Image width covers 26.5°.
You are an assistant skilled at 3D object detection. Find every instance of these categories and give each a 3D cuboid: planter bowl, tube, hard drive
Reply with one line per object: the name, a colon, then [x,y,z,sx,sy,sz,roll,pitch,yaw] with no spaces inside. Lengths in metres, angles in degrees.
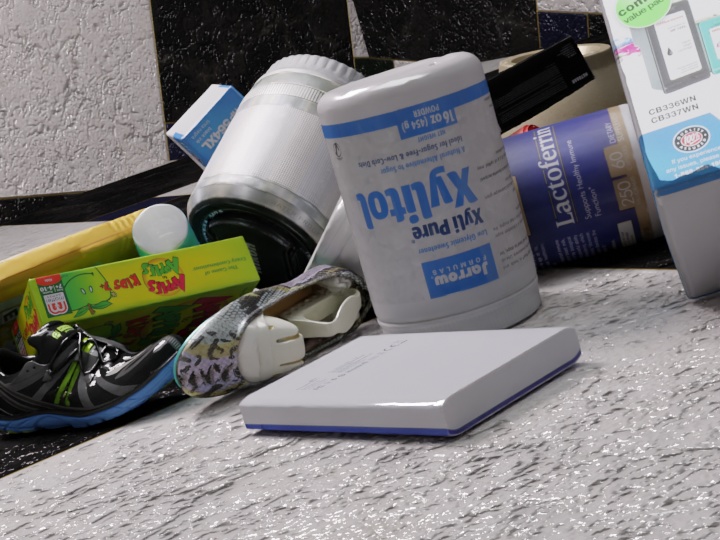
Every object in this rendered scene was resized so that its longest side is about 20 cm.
planter bowl: [0.213,-0.164,1.615,0.199,0.136,0.200,-10,15,3]
tube: [-0.171,0.003,1.443,0.077,0.051,0.200,-15,-24,-2]
hard drive: [0.030,0.073,1.016,0.132,0.026,0.199,-26,13,-40]

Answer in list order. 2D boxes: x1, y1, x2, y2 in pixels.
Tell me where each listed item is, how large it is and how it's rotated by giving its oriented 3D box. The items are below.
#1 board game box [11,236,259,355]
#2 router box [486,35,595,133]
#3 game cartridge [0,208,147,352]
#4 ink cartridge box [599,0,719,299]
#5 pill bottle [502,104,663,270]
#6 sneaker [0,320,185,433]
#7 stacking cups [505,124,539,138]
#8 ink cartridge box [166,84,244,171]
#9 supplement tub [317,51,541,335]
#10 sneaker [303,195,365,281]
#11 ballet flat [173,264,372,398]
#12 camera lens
board game box: [-0.199,0.031,1.351,0.199,0.048,0.102,-12,-23,-27]
router box: [0.100,-0.137,1.414,0.200,0.051,0.149,-31,2,-32]
game cartridge: [-0.285,0.037,1.417,0.199,0.032,0.177,-22,-29,-31]
ink cartridge box: [0.257,-0.116,1.035,0.146,0.201,0.146,-17,-34,12]
pill bottle: [0.148,-0.059,1.279,0.199,0.116,0.116,-16,10,9]
sneaker: [-0.227,0.080,1.229,0.199,0.083,0.071,-11,12,28]
stacking cups: [0.093,-0.064,1.393,0.200,0.061,0.060,-31,1,32]
ink cartridge box: [-0.111,-0.111,1.709,0.084,0.200,0.146,-47,14,-5]
supplement tub: [0.053,-0.054,1.162,0.131,0.201,0.132,-16,10,3]
sneaker: [0.000,0.000,1.328,0.200,0.088,0.076,121,174,-70]
ballet flat: [-0.058,0.046,1.198,0.072,0.072,0.200,-7,15,42]
camera lens: [-0.066,-0.089,1.491,0.159,0.160,0.201,-7,47,41]
